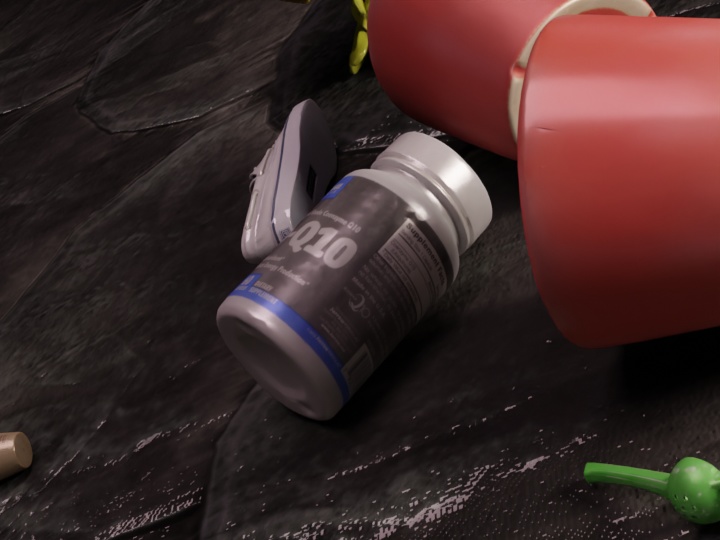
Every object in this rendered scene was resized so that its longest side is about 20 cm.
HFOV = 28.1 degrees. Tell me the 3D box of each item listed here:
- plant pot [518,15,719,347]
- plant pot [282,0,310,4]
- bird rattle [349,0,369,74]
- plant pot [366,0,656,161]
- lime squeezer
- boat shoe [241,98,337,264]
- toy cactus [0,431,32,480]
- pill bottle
[{"bbox_3d":[0.205,-0.056,0.825,0.175,0.202,0.201,-2,40,28],"label":"plant pot"},{"bbox_3d":[-0.076,-0.343,1.392,0.200,0.142,0.200,-50,5,5],"label":"plant pot"},{"bbox_3d":[0.062,-0.278,1.451,0.162,0.113,0.200,23,52,39],"label":"bird rattle"},{"bbox_3d":[0.126,-0.174,1.105,0.200,0.201,0.177,-37,39,-6],"label":"plant pot"},{"bbox_3d":[0.206,0.104,0.757,0.198,0.038,0.070,-21,0,27],"label":"lime squeezer"},{"bbox_3d":[-0.069,-0.082,1.280,0.065,0.074,0.201,-17,31,21],"label":"boat shoe"},{"bbox_3d":[-0.360,0.162,1.218,0.163,0.103,0.201,-16,24,14],"label":"toy cactus"},{"bbox_3d":[0.000,0.000,1.039,0.200,0.114,0.113,-47,31,-22],"label":"pill bottle"}]
